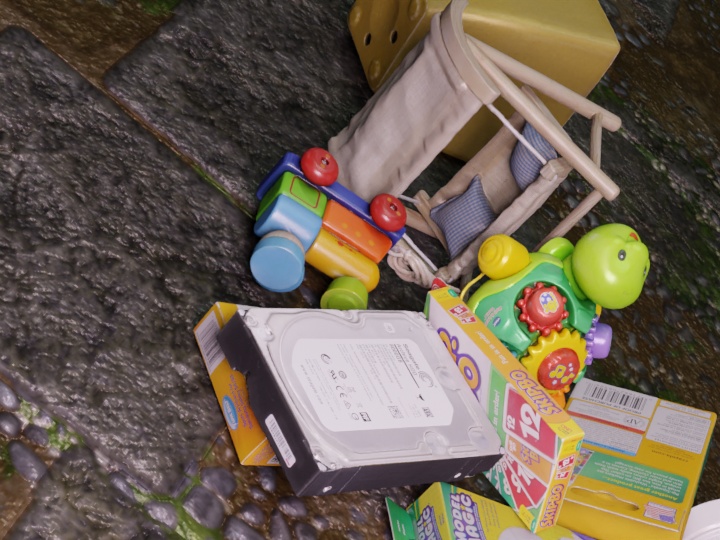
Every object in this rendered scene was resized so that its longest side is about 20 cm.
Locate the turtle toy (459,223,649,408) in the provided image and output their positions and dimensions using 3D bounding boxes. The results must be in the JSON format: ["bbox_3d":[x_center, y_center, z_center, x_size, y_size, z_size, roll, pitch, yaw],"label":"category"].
[{"bbox_3d":[0.157,0.039,1.242,0.145,0.201,0.101,28,14,-39],"label":"turtle toy"}]

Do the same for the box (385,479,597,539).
[{"bbox_3d":[0.109,0.231,1.108,0.199,0.048,0.118,22,37,-28],"label":"box"}]

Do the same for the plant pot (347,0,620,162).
[{"bbox_3d":[0.104,-0.239,1.512,0.198,0.196,0.195,10,45,-32],"label":"plant pot"}]

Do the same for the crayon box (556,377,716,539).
[{"bbox_3d":[0.213,0.166,1.232,0.125,0.052,0.200,14,25,16],"label":"crayon box"}]

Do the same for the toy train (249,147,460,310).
[{"bbox_3d":[0.000,0.000,1.222,0.199,0.085,0.116,33,39,-16],"label":"toy train"}]

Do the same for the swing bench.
[{"bbox_3d":[0.091,-0.093,1.313,0.199,0.199,0.130,34,34,-13],"label":"swing bench"}]

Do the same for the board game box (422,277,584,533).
[{"bbox_3d":[0.095,0.099,1.157,0.030,0.096,0.200,-11,41,-27],"label":"board game box"}]

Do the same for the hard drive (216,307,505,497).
[{"bbox_3d":[0.004,0.091,1.087,0.199,0.038,0.140,4,47,-46],"label":"hard drive"}]

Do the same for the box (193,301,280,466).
[{"bbox_3d":[-0.023,0.091,1.132,0.199,0.041,0.120,11,44,-44],"label":"box"}]

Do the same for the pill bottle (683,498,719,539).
[{"bbox_3d":[0.313,0.290,1.203,0.111,0.111,0.201,19,40,-32],"label":"pill bottle"}]
